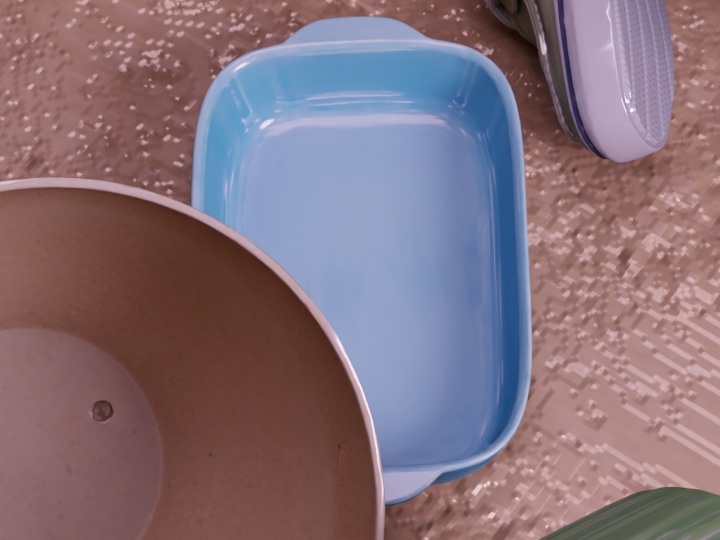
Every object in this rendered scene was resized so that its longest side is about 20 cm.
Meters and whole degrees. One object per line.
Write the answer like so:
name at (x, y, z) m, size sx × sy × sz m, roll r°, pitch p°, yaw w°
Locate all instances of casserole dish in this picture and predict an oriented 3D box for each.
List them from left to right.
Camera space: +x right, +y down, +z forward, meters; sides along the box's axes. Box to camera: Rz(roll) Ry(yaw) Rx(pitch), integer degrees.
casserole dish at (0.000, 0.000, 0.909) m, size 0.120 × 0.039 × 0.201 m, roll -2°, pitch 61°, yaw 1°

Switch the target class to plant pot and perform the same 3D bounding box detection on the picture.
plant pot at (-0.102, 0.069, 0.801) m, size 0.199 × 0.134 × 0.201 m, roll -1°, pitch 94°, yaw -11°

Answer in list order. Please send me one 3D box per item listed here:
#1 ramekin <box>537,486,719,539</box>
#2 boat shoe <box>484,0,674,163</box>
ramekin at (0.094, 0.160, 0.727) m, size 0.097 × 0.200 × 0.200 m, roll -28°, pitch 62°, yaw -22°
boat shoe at (0.075, -0.122, 0.968) m, size 0.062 × 0.072 × 0.201 m, roll -19°, pitch 54°, yaw 20°
